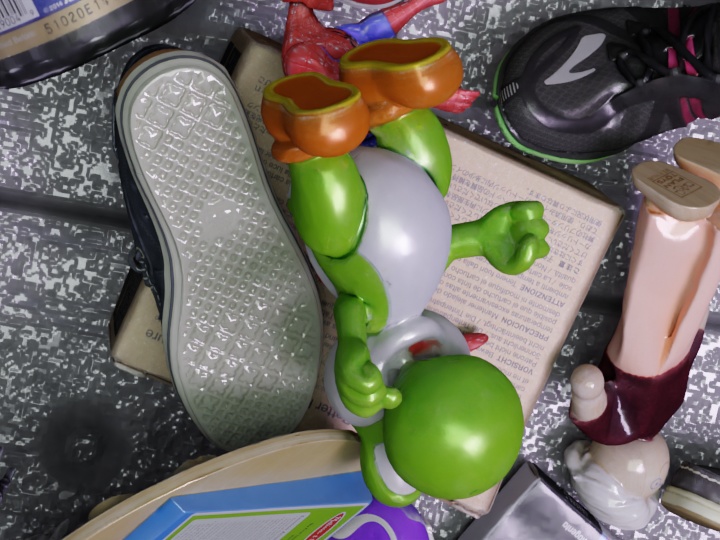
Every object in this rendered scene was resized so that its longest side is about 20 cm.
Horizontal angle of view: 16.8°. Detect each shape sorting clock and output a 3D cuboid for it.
[{"bbox_3d":[-0.083,0.126,1.101,0.199,0.200,0.039,-26,66,-4],"label":"shape sorting clock"}]

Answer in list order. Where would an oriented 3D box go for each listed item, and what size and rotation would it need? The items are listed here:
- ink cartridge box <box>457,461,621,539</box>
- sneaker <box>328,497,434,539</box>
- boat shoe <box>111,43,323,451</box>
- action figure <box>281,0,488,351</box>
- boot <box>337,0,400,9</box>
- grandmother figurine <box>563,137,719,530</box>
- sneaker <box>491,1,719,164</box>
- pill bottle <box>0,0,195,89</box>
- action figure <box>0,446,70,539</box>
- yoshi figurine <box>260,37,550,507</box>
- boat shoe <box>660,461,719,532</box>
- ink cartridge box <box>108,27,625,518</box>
[{"bbox_3d":[0.056,0.201,1.229,0.095,0.037,0.200,40,97,-14],"label":"ink cartridge box"},{"bbox_3d":[-0.035,0.197,1.164,0.069,0.099,0.201,34,99,27],"label":"sneaker"},{"bbox_3d":[-0.065,-0.011,1.082,0.074,0.062,0.201,-19,118,-9],"label":"boat shoe"},{"bbox_3d":[0.030,-0.056,1.084,0.098,0.065,0.201,-25,105,6],"label":"action figure"},{"bbox_3d":[-0.036,-0.191,1.083,0.072,0.144,0.200,-44,106,-1],"label":"boot"},{"bbox_3d":[0.139,0.041,1.173,0.121,0.060,0.201,-21,133,-38],"label":"grandmother figurine"},{"bbox_3d":[0.157,-0.101,1.156,0.199,0.084,0.077,-12,80,-11],"label":"sneaker"},{"bbox_3d":[-0.158,-0.191,1.079,0.111,0.112,0.201,-26,105,-4],"label":"pill bottle"},{"bbox_3d":[-0.195,0.131,1.133,0.118,0.200,0.102,31,56,10],"label":"action figure"},{"bbox_3d":[0.025,0.012,1.017,0.112,0.112,0.201,-7,112,7],"label":"yoshi figurine"},{"bbox_3d":[0.246,0.114,1.231,0.199,0.072,0.066,13,92,-17],"label":"boat shoe"},{"bbox_3d":[0.000,0.000,1.161,0.199,0.075,0.166,24,98,-13],"label":"ink cartridge box"}]
